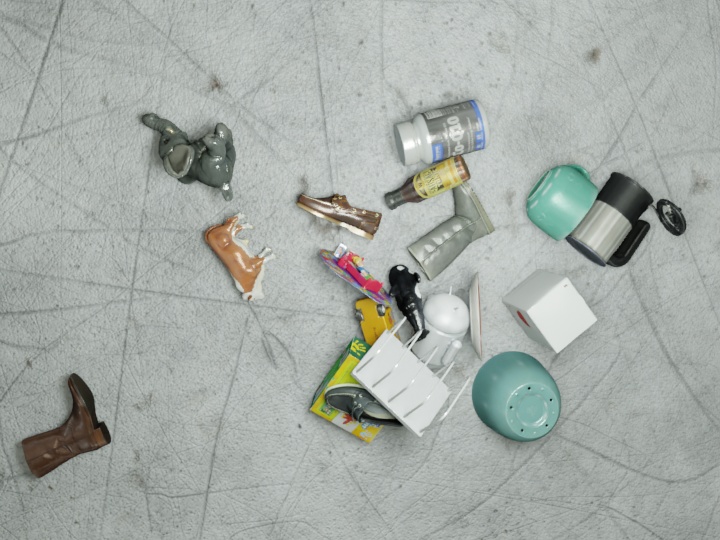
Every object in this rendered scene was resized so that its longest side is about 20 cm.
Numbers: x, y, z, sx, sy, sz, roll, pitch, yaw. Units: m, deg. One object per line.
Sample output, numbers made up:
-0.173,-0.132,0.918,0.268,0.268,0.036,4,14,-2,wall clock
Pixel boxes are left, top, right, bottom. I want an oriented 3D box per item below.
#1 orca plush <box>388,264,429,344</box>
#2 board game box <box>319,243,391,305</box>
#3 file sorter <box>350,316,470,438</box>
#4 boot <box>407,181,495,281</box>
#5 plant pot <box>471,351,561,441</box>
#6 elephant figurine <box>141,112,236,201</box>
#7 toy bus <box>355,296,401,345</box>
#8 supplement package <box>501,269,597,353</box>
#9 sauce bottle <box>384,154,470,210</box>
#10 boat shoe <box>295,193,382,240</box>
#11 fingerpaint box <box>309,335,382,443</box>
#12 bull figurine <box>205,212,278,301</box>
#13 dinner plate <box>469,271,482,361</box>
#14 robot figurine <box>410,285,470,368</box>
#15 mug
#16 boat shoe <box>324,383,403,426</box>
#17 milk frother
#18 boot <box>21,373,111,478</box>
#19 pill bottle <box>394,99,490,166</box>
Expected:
0.089,0.069,1.718,0.070,0.105,0.203,6,62,-27,orca plush
0.000,0.000,1.706,0.198,0.158,0.039,34,103,-8,board game box
0.109,0.217,1.609,0.200,0.125,0.139,42,55,1,file sorter
0.192,-0.102,1.771,0.198,0.073,0.184,-31,96,5,boot
0.374,0.302,1.774,0.196,0.161,0.205,-1,95,-6,plant pot
-0.379,-0.250,1.676,0.196,0.157,0.143,-2,139,5,elephant figurine
0.051,0.154,1.762,0.064,0.078,0.204,-14,97,23,toy bus
0.423,0.088,1.739,0.119,0.200,0.122,-38,97,-1,supplement package
0.149,-0.193,1.729,0.198,0.066,0.067,-26,98,18,sauce bottle
-0.046,-0.138,1.736,0.197,0.070,0.071,21,100,-16,boat shoe
0.005,0.271,1.735,0.165,0.074,0.201,29,123,-7,fingerpaint box
-0.261,-0.029,1.727,0.121,0.065,0.201,-38,100,-5,bull figurine
0.261,0.104,1.729,0.024,0.200,0.204,-3,96,9,dinner plate
0.180,0.134,1.737,0.111,0.171,0.202,-2,132,-26,robot figurine
0.452,-0.168,1.756,0.114,0.185,0.153,35,114,-2,mug
0.012,0.303,1.668,0.196,0.067,0.075,14,126,4,boat shoe
0.606,-0.095,1.742,0.179,0.200,0.189,36,91,-12,milk frother
-0.688,0.352,1.724,0.197,0.064,0.189,-23,95,1,boot
0.181,-0.306,1.721,0.196,0.114,0.116,-16,97,-4,pill bottle
